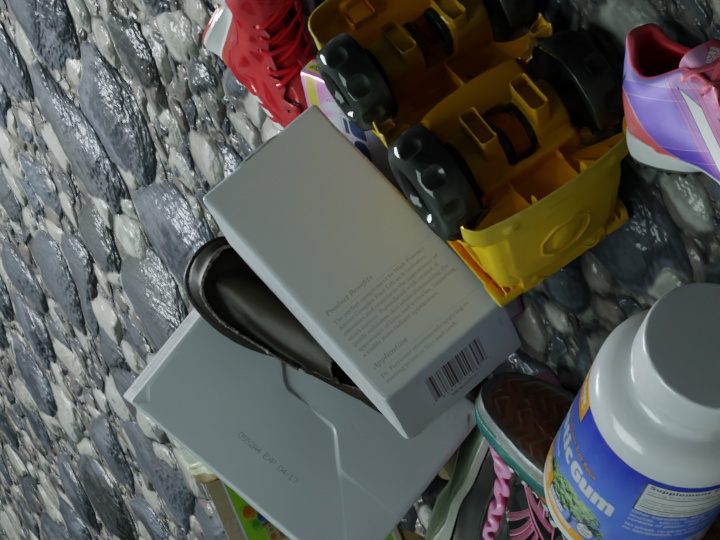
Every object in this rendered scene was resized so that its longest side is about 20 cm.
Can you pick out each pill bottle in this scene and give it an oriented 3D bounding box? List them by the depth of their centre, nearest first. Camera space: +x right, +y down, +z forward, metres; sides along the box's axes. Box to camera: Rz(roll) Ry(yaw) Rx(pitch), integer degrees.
[{"bbox_3d":[0.181,0.090,1.465,0.112,0.112,0.200,53,156,20],"label":"pill bottle"}]

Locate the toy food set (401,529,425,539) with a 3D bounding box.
[{"bbox_3d":[0.099,0.299,1.936,0.198,0.048,0.201,33,147,48],"label":"toy food set"}]

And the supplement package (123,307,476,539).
[{"bbox_3d":[-0.042,0.094,1.750,0.200,0.156,0.111,40,174,-7],"label":"supplement package"}]

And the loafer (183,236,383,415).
[{"bbox_3d":[-0.024,0.036,1.661,0.199,0.073,0.071,27,174,-8],"label":"loafer"}]

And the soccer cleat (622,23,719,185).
[{"bbox_3d":[0.201,-0.083,1.298,0.200,0.068,0.074,23,132,60],"label":"soccer cleat"}]

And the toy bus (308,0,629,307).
[{"bbox_3d":[0.075,-0.080,1.513,0.200,0.135,0.192,52,171,28],"label":"toy bus"}]

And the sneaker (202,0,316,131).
[{"bbox_3d":[-0.048,-0.165,1.748,0.116,0.078,0.200,51,168,7],"label":"sneaker"}]

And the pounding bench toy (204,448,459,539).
[{"bbox_3d":[-0.005,0.150,1.932,0.156,0.199,0.125,-79,-33,-74],"label":"pounding bench toy"}]

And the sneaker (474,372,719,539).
[{"bbox_3d":[0.147,0.151,1.595,0.200,0.071,0.080,40,140,9],"label":"sneaker"}]

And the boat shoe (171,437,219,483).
[{"bbox_3d":[-0.058,0.074,1.836,0.067,0.200,0.074,54,163,-11],"label":"boat shoe"}]

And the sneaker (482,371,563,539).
[{"bbox_3d":[0.139,0.166,1.703,0.095,0.079,0.201,31,145,32],"label":"sneaker"}]

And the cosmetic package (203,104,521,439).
[{"bbox_3d":[0.000,0.000,1.583,0.200,0.101,0.074,48,173,29],"label":"cosmetic package"}]

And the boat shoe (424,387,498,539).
[{"bbox_3d":[0.095,0.156,1.790,0.072,0.060,0.202,-79,5,-46],"label":"boat shoe"}]

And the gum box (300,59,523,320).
[{"bbox_3d":[0.033,-0.057,1.676,0.113,0.066,0.201,27,138,53],"label":"gum box"}]
